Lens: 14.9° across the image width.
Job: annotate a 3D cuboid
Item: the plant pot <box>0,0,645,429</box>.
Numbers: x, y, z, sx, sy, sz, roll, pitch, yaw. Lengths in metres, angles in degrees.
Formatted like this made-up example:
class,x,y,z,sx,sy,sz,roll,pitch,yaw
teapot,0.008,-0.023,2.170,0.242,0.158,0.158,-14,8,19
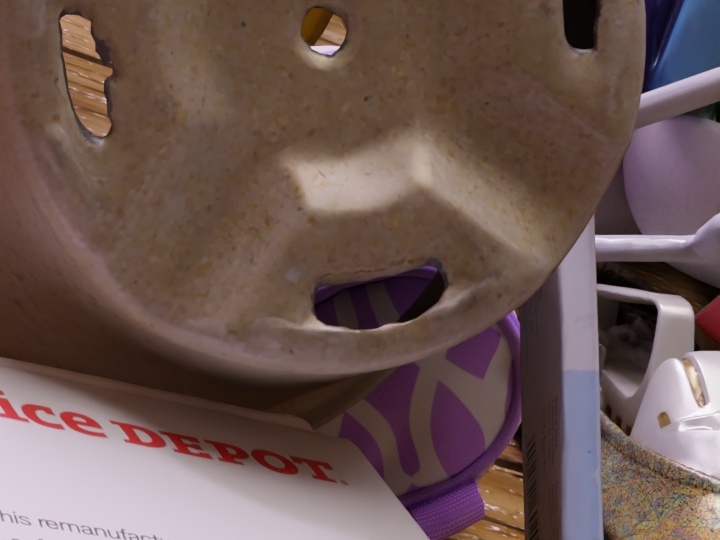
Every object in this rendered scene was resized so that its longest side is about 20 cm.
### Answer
class,x,y,z,sx,sy,sz,roll,pitch,yaw
plant pot,-0.031,-0.048,0.611,0.199,0.202,0.183,22,-6,-15

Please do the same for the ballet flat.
class,x,y,z,sx,sy,sz,roll,pitch,yaw
ballet flat,0.091,0.045,0.804,0.070,0.071,0.200,21,12,-19

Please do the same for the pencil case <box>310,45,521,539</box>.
class,x,y,z,sx,sy,sz,roll,pitch,yaw
pencil case,0.000,0.000,0.818,0.086,0.084,0.200,57,8,-25

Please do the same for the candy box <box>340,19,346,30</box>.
class,x,y,z,sx,sy,sz,roll,pitch,yaw
candy box,0.085,-0.105,1.083,0.199,0.077,0.170,-9,69,-49

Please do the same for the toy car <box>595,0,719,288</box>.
class,x,y,z,sx,sy,sz,roll,pitch,yaw
toy car,0.091,-0.097,0.868,0.150,0.176,0.199,30,-11,-40

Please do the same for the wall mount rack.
class,x,y,z,sx,sy,sz,roll,pitch,yaw
wall mount rack,0.081,0.023,0.650,0.074,0.202,0.174,0,-16,-5

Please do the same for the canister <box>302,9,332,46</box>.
class,x,y,z,sx,sy,sz,roll,pitch,yaw
canister,-0.076,-0.170,1.162,0.148,0.087,0.200,25,20,-14

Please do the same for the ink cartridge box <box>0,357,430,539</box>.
class,x,y,z,sx,sy,sz,roll,pitch,yaw
ink cartridge box,-0.032,0.103,0.478,0.145,0.084,0.200,15,22,-36

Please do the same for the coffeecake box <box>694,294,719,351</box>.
class,x,y,z,sx,sy,sz,roll,pitch,yaw
coffeecake box,0.231,0.046,0.895,0.200,0.153,0.073,39,-23,33
